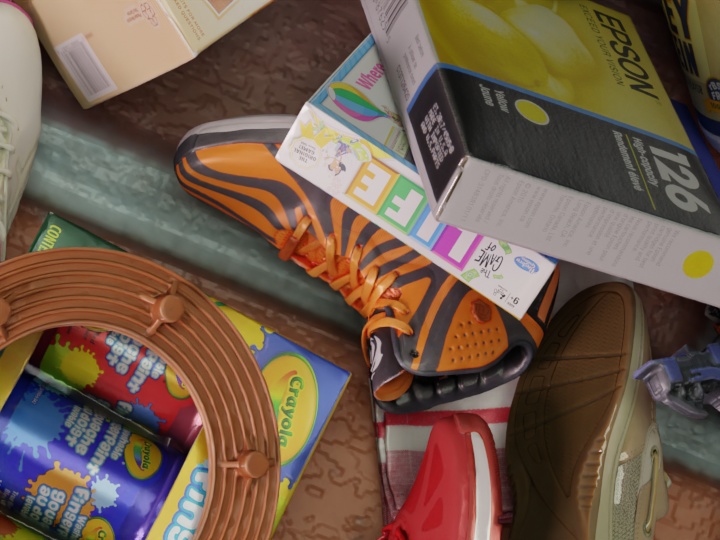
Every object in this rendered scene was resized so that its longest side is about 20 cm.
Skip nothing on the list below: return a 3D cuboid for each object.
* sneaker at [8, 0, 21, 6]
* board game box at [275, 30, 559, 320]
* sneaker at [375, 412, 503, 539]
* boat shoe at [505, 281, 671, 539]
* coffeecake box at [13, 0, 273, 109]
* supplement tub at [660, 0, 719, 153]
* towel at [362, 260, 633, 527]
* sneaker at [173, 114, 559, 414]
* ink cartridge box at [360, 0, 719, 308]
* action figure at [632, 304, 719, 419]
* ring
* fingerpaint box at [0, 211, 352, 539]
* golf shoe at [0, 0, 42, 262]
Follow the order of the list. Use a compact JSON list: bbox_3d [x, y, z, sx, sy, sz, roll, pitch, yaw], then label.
[{"bbox_3d":[-0.217,-0.189,1.339,0.080,0.075,0.202,-18,96,-24],"label":"sneaker"},{"bbox_3d":[0.052,-0.065,1.295,0.134,0.200,0.034,34,119,2],"label":"board game box"},{"bbox_3d":[-0.001,0.161,1.285,0.115,0.078,0.202,9,85,-7],"label":"sneaker"},{"bbox_3d":[0.115,0.104,1.315,0.065,0.072,0.201,32,56,-39],"label":"boat shoe"},{"bbox_3d":[-0.050,-0.170,1.300,0.200,0.153,0.073,-37,99,-23],"label":"coffeecake box"},{"bbox_3d":[0.210,-0.167,1.333,0.144,0.144,0.201,-27,113,-14],"label":"supplement tub"},{"bbox_3d":[0.071,0.026,1.366,0.143,0.023,0.202,-4,78,-11],"label":"towel"},{"bbox_3d":[0.000,0.000,1.300,0.199,0.078,0.113,16,65,-8],"label":"sneaker"},{"bbox_3d":[0.107,-0.068,1.271,0.199,0.047,0.198,15,32,-23],"label":"ink cartridge box"},{"bbox_3d":[0.196,0.084,1.335,0.199,0.104,0.195,2,71,-35],"label":"action figure"},{"bbox_3d":[-0.125,0.090,1.214,0.199,0.019,0.202,1,88,-26],"label":"ring"},{"bbox_3d":[-0.123,0.102,1.288,0.166,0.073,0.201,29,75,-3],"label":"fingerpaint box"},{"bbox_3d":[-0.186,-0.032,1.284,0.075,0.091,0.202,18,84,-28],"label":"golf shoe"}]
